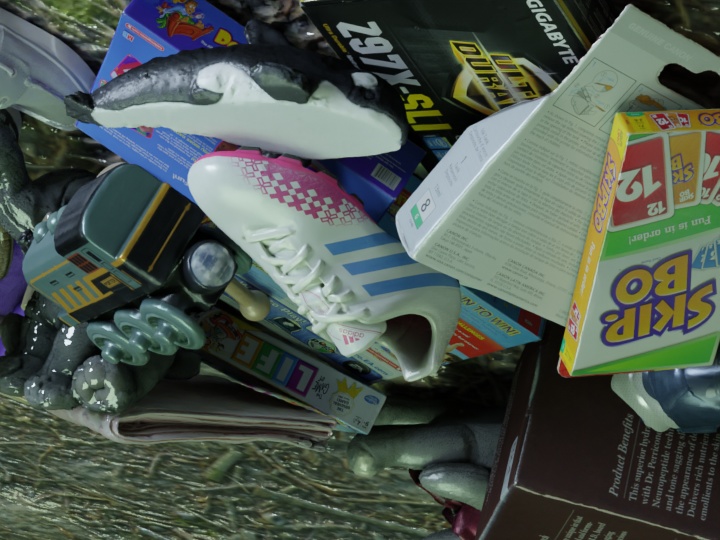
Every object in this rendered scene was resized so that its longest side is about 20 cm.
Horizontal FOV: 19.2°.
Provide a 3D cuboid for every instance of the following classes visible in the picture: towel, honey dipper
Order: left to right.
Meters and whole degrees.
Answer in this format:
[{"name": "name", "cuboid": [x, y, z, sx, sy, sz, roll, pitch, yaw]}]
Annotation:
[{"name": "towel", "cuboid": [-0.146, 0.103, 1.605, 0.191, 0.032, 0.200, 7, -177, -32]}, {"name": "honey dipper", "cuboid": [-0.114, -0.014, 1.451, 0.038, 0.038, 0.200, -1, 155, 30]}]

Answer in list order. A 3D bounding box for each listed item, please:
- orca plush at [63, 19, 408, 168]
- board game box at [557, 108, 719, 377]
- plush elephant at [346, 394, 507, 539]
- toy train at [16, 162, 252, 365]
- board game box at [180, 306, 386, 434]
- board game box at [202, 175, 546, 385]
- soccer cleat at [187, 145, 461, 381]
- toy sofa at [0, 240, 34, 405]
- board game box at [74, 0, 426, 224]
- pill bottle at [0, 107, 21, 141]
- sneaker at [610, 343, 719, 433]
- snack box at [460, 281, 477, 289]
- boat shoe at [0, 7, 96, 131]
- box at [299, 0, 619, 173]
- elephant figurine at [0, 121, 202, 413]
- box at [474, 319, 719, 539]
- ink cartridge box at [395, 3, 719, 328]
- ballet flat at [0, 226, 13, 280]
[{"name": "orca plush", "cuboid": [-0.069, -0.110, 1.258, 0.200, 0.071, 0.105, -4, 148, 19]}, {"name": "board game box", "cuboid": [0.179, -0.008, 1.258, 0.096, 0.030, 0.200, -3, 133, -14]}, {"name": "plush elephant", "cuboid": [0.092, 0.189, 1.697, 0.200, 0.155, 0.165, 0, -172, 2]}, {"name": "toy train", "cuboid": [-0.147, -0.003, 1.335, 0.114, 0.085, 0.200, 37, 158, -16]}, {"name": "board game box", "cuboid": [-0.088, 0.066, 1.644, 0.200, 0.034, 0.134, 28, 172, -10]}, {"name": "board game box", "cuboid": [0.000, 0.000, 1.521, 0.200, 0.056, 0.196, 33, 148, -30]}, {"name": "soccer cleat", "cuboid": [-0.019, -0.001, 1.272, 0.200, 0.086, 0.070, 29, 145, -27]}, {"name": "toy sofa", "cuboid": [-0.268, 0.030, 1.690, 0.098, 0.083, 0.200, 23, 152, -16]}, {"name": "board game box", "cuboid": [-0.073, -0.083, 1.344, 0.200, 0.045, 0.134, 35, 146, -1]}, {"name": "pill bottle", "cuboid": [-0.315, -0.038, 1.457, 0.114, 0.200, 0.114, 12, 153, 6]}, {"name": "sneaker", "cuboid": [0.260, 0.069, 1.447, 0.146, 0.081, 0.200, -6, 175, 40]}, {"name": "snack box", "cuboid": [0.169, -0.001, 1.406, 0.200, 0.037, 0.116, 16, 157, -32]}, {"name": "boat shoe", "cuboid": [-0.252, -0.138, 1.381, 0.072, 0.069, 0.200, -10, 143, 40]}, {"name": "box", "cuboid": [0.080, -0.123, 1.258, 0.160, 0.049, 0.200, 0, 149, 31]}, {"name": "elephant figurine", "cuboid": [-0.187, -0.010, 1.479, 0.141, 0.200, 0.155, 6, -167, 5]}, {"name": "box", "cuboid": [0.205, 0.136, 1.547, 0.200, 0.166, 0.164, 16, 154, 0]}, {"name": "ink cartridge box", "cuboid": [0.142, -0.061, 1.249, 0.161, 0.050, 0.200, 24, 117, -32]}, {"name": "ballet flat", "cuboid": [-0.312, -0.013, 1.650, 0.046, 0.067, 0.200, -6, 168, -27]}]
